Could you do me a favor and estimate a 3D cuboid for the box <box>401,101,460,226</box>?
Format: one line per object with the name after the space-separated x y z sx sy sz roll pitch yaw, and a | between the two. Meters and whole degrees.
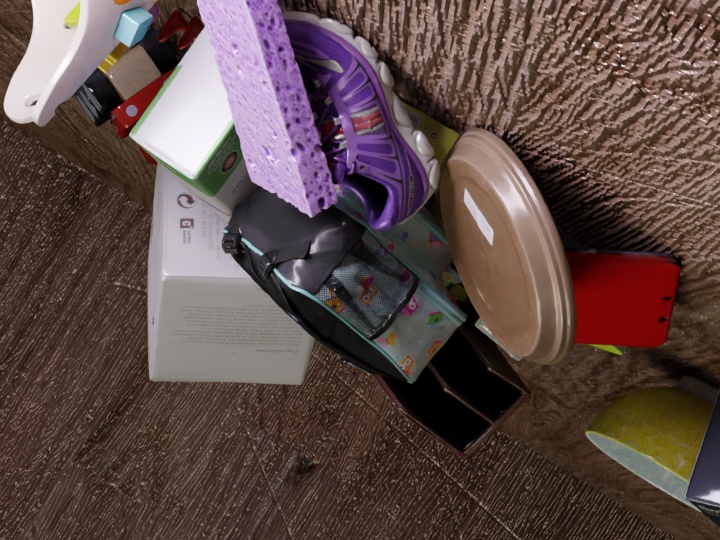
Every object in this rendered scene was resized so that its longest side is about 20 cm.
0.051 -0.090 1.631 0.075 0.050 0.200 31 174 12 | box

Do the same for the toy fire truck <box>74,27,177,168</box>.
-0.218 -0.129 1.953 0.201 0.128 0.176 55 169 -6 | toy fire truck

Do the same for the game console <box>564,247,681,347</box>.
0.178 -0.016 1.596 0.200 0.118 0.173 80 164 -66 | game console

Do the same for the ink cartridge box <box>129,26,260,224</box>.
-0.101 -0.123 1.660 0.084 0.145 0.200 32 174 24 | ink cartridge box

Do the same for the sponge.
-0.078 -0.147 1.442 0.111 0.030 0.202 34 146 55 | sponge

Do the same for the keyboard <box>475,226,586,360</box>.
0.163 0.024 1.724 0.056 0.011 0.200 34 146 1 | keyboard

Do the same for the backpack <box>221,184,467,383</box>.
0.000 0.000 1.626 0.200 0.153 0.175 50 168 -34 | backpack

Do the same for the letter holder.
0.063 0.075 1.940 0.142 0.101 0.200 36 -166 -45 | letter holder

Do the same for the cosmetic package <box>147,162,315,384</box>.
-0.125 -0.006 1.847 0.163 0.166 0.201 2 146 -10 | cosmetic package

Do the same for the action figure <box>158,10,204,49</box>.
-0.109 -0.174 1.781 0.199 0.052 0.065 34 169 -37 | action figure

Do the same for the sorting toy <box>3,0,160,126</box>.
-0.242 -0.204 1.584 0.106 0.181 0.200 35 173 -23 | sorting toy

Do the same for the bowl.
0.347 0.177 1.948 0.199 0.108 0.200 32 174 4 | bowl

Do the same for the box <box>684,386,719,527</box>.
0.413 0.195 1.580 0.199 0.124 0.198 9 159 40 | box

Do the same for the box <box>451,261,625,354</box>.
0.176 0.016 1.837 0.122 0.048 0.200 37 171 -27 | box

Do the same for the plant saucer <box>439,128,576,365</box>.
0.113 -0.015 1.492 0.200 0.029 0.202 160 90 -75 | plant saucer

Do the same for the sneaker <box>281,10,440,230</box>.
-0.011 -0.116 1.458 0.080 0.084 0.201 -3 129 53 | sneaker

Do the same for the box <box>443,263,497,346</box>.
0.070 -0.015 1.934 0.200 0.040 0.137 37 -167 -36 | box
